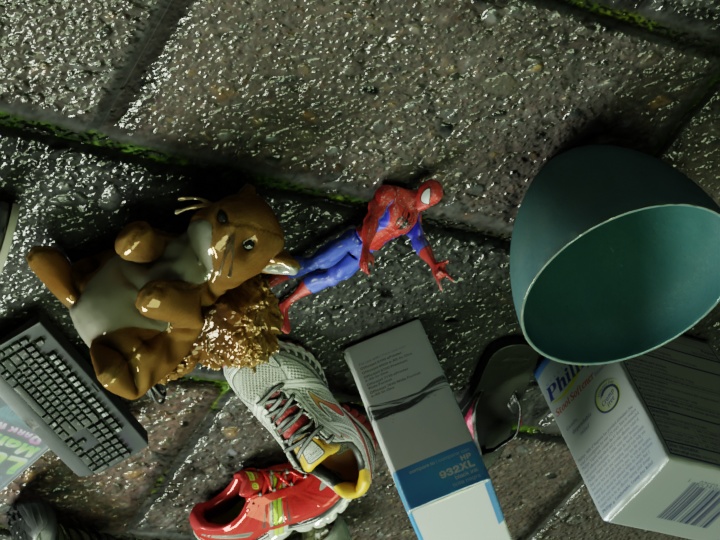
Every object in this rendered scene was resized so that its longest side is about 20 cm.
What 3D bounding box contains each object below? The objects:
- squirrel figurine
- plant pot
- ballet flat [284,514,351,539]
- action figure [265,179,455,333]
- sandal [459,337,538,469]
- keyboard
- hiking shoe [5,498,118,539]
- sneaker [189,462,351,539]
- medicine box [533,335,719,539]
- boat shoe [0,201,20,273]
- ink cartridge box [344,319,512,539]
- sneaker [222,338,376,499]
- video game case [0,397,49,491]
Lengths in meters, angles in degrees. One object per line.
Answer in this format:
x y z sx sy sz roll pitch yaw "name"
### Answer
-0.140 0.012 1.393 0.187 0.142 0.200 -37 152 4 "squirrel figurine"
0.214 -0.033 1.461 0.200 0.135 0.200 -12 140 -10 "plant pot"
-0.108 0.303 1.775 0.200 0.067 0.064 -15 108 -8 "ballet flat"
0.000 0.000 1.444 0.200 0.099 0.065 -39 138 17 "action figure"
0.134 0.150 1.703 0.075 0.045 0.200 -4 137 -19 "sandal"
-0.245 0.105 1.489 0.127 0.021 0.200 -35 135 -2 "keyboard"
-0.291 0.274 1.658 0.101 0.076 0.200 -19 150 -15 "hiking shoe"
-0.086 0.225 1.678 0.200 0.077 0.085 -33 132 13 "sneaker"
0.298 0.156 1.657 0.182 0.200 0.103 16 126 -35 "medicine box"
-0.339 0.020 1.341 0.063 0.073 0.200 27 114 -18 "boat shoe"
0.066 0.171 1.579 0.084 0.200 0.145 -23 140 0 "ink cartridge box"
-0.050 0.140 1.569 0.078 0.082 0.200 -38 118 18 "sneaker"
-0.365 0.133 1.495 0.182 0.023 0.200 -40 137 22 "video game case"
